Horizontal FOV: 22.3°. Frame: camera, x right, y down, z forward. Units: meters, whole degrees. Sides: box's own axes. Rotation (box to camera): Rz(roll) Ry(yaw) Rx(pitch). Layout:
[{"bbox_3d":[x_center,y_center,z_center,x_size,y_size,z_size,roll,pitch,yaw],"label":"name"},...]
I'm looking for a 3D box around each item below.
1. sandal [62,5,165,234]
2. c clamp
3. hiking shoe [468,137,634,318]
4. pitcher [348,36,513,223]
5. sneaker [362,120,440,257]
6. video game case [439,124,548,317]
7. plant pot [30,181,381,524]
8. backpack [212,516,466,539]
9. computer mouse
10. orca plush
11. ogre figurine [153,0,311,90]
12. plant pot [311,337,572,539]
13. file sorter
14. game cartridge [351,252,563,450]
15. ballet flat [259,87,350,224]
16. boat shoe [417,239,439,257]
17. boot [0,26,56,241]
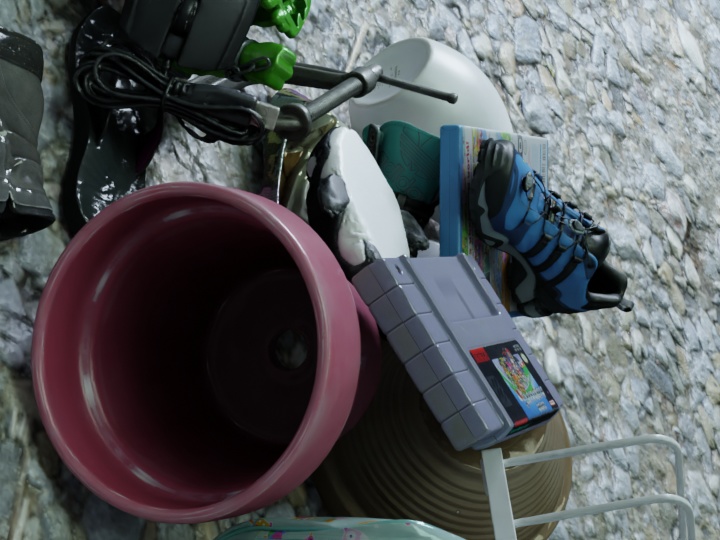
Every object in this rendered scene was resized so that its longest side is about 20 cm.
[{"bbox_3d":[-0.160,-0.102,1.248,0.075,0.048,0.201,29,45,-39],"label":"sandal"},{"bbox_3d":[-0.044,-0.131,1.341,0.200,0.171,0.027,-33,134,-57],"label":"c clamp"},{"bbox_3d":[0.141,-0.035,1.347,0.200,0.087,0.075,54,43,-52],"label":"hiking shoe"},{"bbox_3d":[0.076,-0.076,1.481,0.200,0.121,0.172,51,25,-31],"label":"pitcher"},{"bbox_3d":[0.026,-0.045,1.345,0.083,0.121,0.200,22,26,-12],"label":"sneaker"},{"bbox_3d":[0.104,-0.035,1.394,0.200,0.018,0.143,-2,93,-66],"label":"video game case"},{"bbox_3d":[-0.076,0.053,1.138,0.179,0.200,0.200,10,57,-68],"label":"plant pot"},{"bbox_3d":[-0.014,0.209,1.065,0.167,0.200,0.127,16,73,-44],"label":"backpack"},{"bbox_3d":[-0.102,-0.191,1.232,0.138,0.053,0.200,16,69,-4],"label":"computer mouse"},{"bbox_3d":[0.000,0.000,1.260,0.105,0.071,0.200,-6,64,-58],"label":"orca plush"},{"bbox_3d":[-0.098,-0.211,1.337,0.098,0.120,0.200,7,70,-60],"label":"ogre figurine"},{"bbox_3d":[0.070,0.113,1.288,0.200,0.093,0.201,11,59,-18],"label":"plant pot"},{"bbox_3d":[0.150,0.217,1.087,0.139,0.124,0.200,77,6,-45],"label":"file sorter"},{"bbox_3d":[0.070,0.049,1.171,0.130,0.038,0.200,54,16,11],"label":"game cartridge"},{"bbox_3d":[-0.040,-0.074,1.367,0.069,0.071,0.200,35,41,-25],"label":"ballet flat"},{"bbox_3d":[0.065,0.076,1.402,0.072,0.066,0.200,-10,68,-22],"label":"boat shoe"},{"bbox_3d":[-0.263,-0.095,1.094,0.200,0.070,0.132,14,61,-43],"label":"boot"}]
